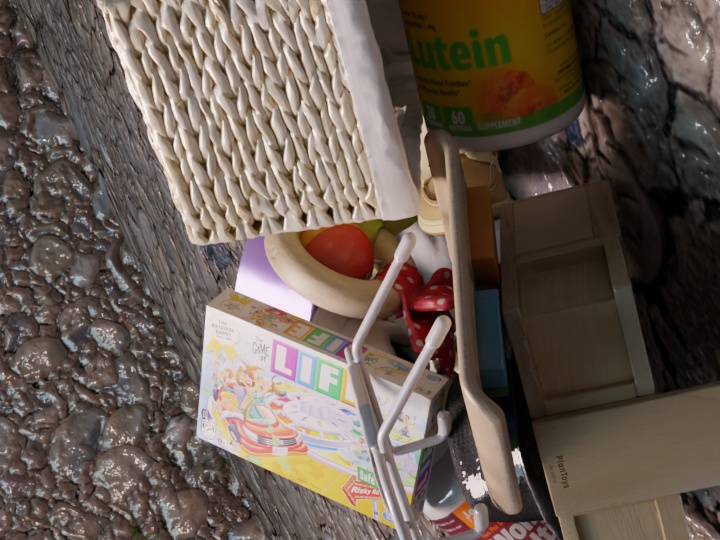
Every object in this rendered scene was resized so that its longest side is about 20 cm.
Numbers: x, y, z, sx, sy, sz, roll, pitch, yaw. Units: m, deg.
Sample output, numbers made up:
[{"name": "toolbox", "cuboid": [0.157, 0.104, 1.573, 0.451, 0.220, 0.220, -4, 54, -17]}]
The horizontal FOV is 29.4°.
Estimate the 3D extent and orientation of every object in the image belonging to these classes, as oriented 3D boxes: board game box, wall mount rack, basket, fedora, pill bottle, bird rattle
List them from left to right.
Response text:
[{"name": "basket", "cuboid": [-0.053, -0.150, 0.899, 0.198, 0.160, 0.200, -87, -18, -52]}, {"name": "board game box", "cuboid": [-0.035, 0.110, 1.091, 0.200, 0.034, 0.135, 21, 124, 20]}, {"name": "bird rattle", "cuboid": [0.000, 0.000, 1.113, 0.113, 0.163, 0.200, -59, 41, 38]}, {"name": "wall mount rack", "cuboid": [0.032, 0.084, 0.922, 0.200, 0.074, 0.174, -110, 3, -61]}, {"name": "pill bottle", "cuboid": [0.078, -0.189, 0.896, 0.111, 0.111, 0.201, 38, 147, 59]}, {"name": "pill bottle", "cuboid": [0.116, 0.184, 1.142, 0.200, 0.110, 0.110, 40, 166, -8]}, {"name": "fedora", "cuboid": [0.122, 0.121, 1.034, 0.201, 0.091, 0.201, 40, -139, -47]}]

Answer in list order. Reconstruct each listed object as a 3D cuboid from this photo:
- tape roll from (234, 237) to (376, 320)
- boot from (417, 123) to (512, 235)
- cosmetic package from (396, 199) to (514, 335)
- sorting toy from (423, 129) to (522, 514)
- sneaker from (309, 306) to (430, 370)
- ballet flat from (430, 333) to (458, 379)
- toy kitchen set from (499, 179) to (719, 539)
[{"name": "tape roll", "cuboid": [-0.033, -0.002, 1.316, 0.085, 0.200, 0.200, 21, 141, 23]}, {"name": "boot", "cuboid": [0.064, -0.120, 1.044, 0.200, 0.073, 0.156, -83, -21, -71]}, {"name": "cosmetic package", "cuboid": [0.085, -0.021, 1.202, 0.200, 0.052, 0.151, 47, 155, 50]}, {"name": "sorting toy", "cuboid": [0.080, 0.035, 0.883, 0.185, 0.036, 0.201, 70, -169, -59]}, {"name": "sneaker", "cuboid": [0.017, 0.068, 1.180, 0.099, 0.078, 0.200, 28, -165, 12]}, {"name": "ballet flat", "cuboid": [0.095, 0.085, 1.236, 0.200, 0.067, 0.064, 43, -174, 28]}, {"name": "toy kitchen set", "cuboid": [0.195, 0.060, 0.913, 0.181, 0.163, 0.201, -80, -25, -64]}]
